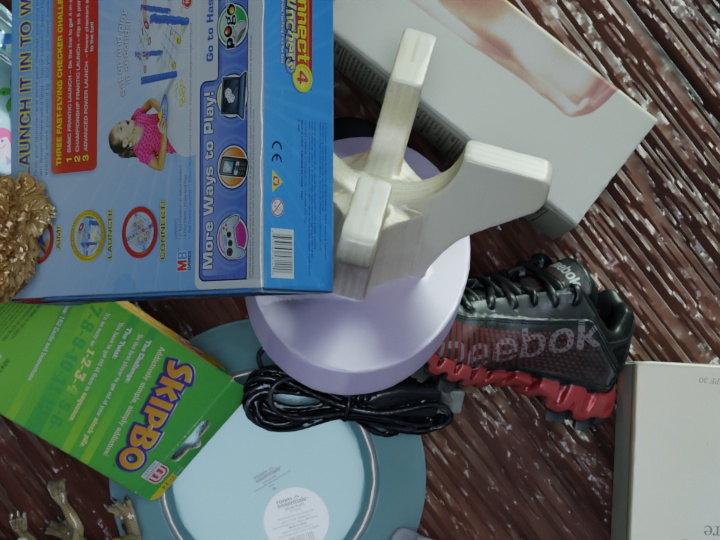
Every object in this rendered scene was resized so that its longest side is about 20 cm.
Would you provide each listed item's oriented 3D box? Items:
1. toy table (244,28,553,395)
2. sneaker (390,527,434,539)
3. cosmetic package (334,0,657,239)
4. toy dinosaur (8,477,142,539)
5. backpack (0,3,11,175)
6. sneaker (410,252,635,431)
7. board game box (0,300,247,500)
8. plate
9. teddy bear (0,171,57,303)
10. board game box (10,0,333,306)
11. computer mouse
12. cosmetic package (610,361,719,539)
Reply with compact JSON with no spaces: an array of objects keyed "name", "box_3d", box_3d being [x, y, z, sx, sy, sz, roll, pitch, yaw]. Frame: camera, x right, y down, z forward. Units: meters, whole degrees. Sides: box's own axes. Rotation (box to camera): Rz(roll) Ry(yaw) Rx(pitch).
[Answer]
[{"name":"toy table","box_3d":[0.006,-0.040,1.288,0.183,0.117,0.200,8,44,-8]},{"name":"sneaker","box_3d":[-0.002,0.213,1.399,0.199,0.075,0.115,11,89,-14]},{"name":"cosmetic package","box_3d":[0.073,-0.116,1.410,0.200,0.103,0.087,39,84,-2]},{"name":"toy dinosaur","box_3d":[-0.159,0.189,1.388,0.058,0.200,0.101,-31,51,23]},{"name":"backpack","box_3d":[-0.243,-0.070,1.378,0.177,0.151,0.200,-38,85,-2]},{"name":"sneaker","box_3d":[0.086,0.028,1.379,0.200,0.071,0.098,17,110,-33]},{"name":"board game box","box_3d":[-0.163,0.059,1.358,0.096,0.030,0.200,-48,126,6]},{"name":"plate","box_3d":[-0.057,0.129,1.433,0.200,0.026,0.201,0,87,-3]},{"name":"teddy bear","box_3d":[-0.263,-0.052,1.246,0.145,0.067,0.200,-30,63,-19]},{"name":"board game box","box_3d":[-0.104,-0.083,1.231,0.196,0.056,0.201,-2,86,41]},{"name":"computer mouse","box_3d":[0.000,0.000,1.411,0.138,0.053,0.201,4,80,-17]},{"name":"cosmetic package","box_3d":[0.209,0.158,1.420,0.103,0.073,0.201,2,87,-2]}]
